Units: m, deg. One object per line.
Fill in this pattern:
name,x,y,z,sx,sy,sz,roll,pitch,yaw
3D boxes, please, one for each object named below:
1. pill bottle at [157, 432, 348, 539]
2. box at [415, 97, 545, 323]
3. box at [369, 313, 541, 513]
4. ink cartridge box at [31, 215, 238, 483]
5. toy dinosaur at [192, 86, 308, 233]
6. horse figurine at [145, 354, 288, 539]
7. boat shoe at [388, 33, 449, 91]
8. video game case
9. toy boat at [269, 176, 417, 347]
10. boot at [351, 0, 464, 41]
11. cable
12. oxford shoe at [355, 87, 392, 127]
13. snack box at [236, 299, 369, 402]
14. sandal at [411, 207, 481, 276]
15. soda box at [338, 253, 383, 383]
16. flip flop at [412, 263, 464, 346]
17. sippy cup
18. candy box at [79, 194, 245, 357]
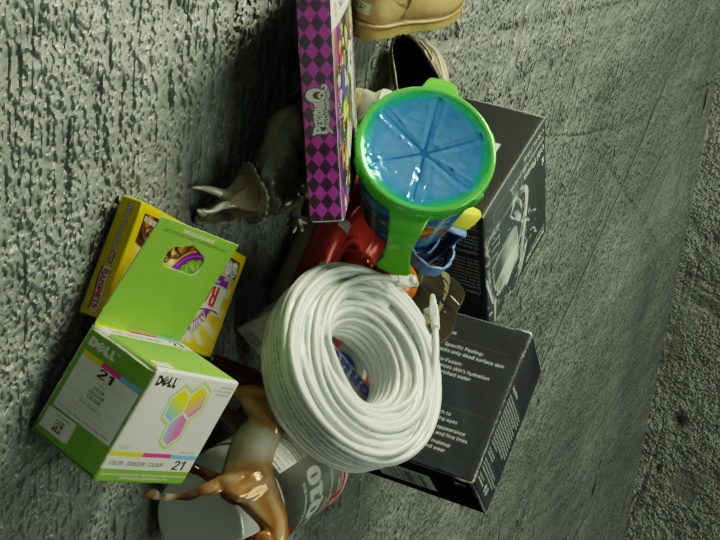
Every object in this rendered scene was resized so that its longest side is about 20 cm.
pill bottle,-0.104,0.215,1.336,0.200,0.113,0.115,-25,127,-61
box,0.143,-0.072,1.704,0.200,0.123,0.197,-56,153,-36
box,0.090,0.156,1.630,0.201,0.196,0.118,-65,156,-20
ink cartridge box,-0.157,0.069,1.115,0.201,0.076,0.148,-59,157,4
toy dinosaur,-0.073,-0.100,1.256,0.201,0.077,0.102,-59,166,-23
horse figurine,-0.117,0.157,1.232,0.050,0.132,0.201,112,-11,-52
boat shoe,0.070,-0.169,1.456,0.073,0.074,0.201,30,33,-57
video game case,-0.028,-0.168,1.254,0.181,0.036,0.201,-76,164,-69
toy boat,0.000,0.000,1.411,0.201,0.130,0.131,-67,156,-15
boot,0.068,-0.332,1.330,0.175,0.066,0.201,-31,148,-46
cable,-0.007,0.089,1.277,0.199,0.069,0.201,17,59,-39
oxford shoe,0.010,-0.142,1.446,0.200,0.057,0.076,77,23,-74
snack box,-0.034,0.114,1.344,0.200,0.072,0.024,51,42,-15
sandal,0.062,-0.043,1.509,0.088,0.079,0.200,-68,-166,-1
soda box,-0.005,0.080,1.536,0.068,0.063,0.201,-6,110,-66
flip flop,0.063,0.048,1.514,0.058,0.081,0.200,-45,-178,24
sippy cup,0.054,-0.089,1.325,0.178,0.140,0.130,-37,166,-20
candy box,-0.166,0.010,1.177,0.103,0.026,0.200,-68,156,-4
